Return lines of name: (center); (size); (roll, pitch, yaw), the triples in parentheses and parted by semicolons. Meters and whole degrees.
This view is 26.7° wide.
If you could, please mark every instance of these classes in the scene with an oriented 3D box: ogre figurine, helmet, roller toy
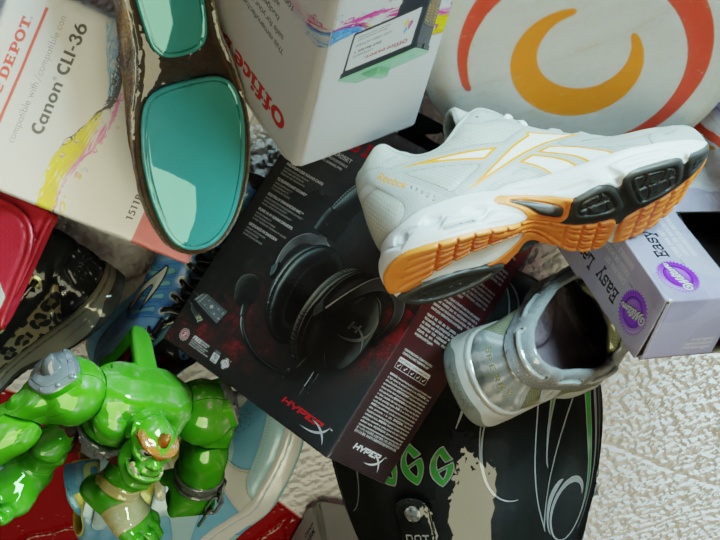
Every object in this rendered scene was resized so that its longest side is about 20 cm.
ogre figurine: (-0.156, 0.104, 0.931); (0.199, 0.098, 0.120); (25, 120, -20)
helmet: (0.069, 0.089, 1.001); (0.199, 0.192, 0.200); (-1, 174, 0)
roller toy: (0.118, -0.160, 0.855); (0.182, 0.140, 0.200); (20, 131, -18)

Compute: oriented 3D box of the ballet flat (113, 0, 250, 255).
ballet flat: (-0.100, -0.111, 0.819); (0.068, 0.067, 0.201); (-9, 109, -17)

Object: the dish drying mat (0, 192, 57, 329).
dish drying mat: (-0.279, -0.037, 0.872); (0.199, 0.018, 0.077); (23, 84, 5)

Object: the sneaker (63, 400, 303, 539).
sneaker: (-0.135, 0.142, 1.084); (0.130, 0.080, 0.200); (25, 119, -29)

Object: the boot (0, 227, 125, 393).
boot: (-0.270, 0.011, 0.962); (0.203, 0.074, 0.154); (-30, 121, 18)

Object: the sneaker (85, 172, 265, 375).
sneaker: (-0.108, 0.021, 0.984); (0.078, 0.090, 0.200); (23, 120, -26)

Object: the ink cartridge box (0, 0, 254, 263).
ink cartridge box: (-0.171, -0.096, 0.870); (0.199, 0.067, 0.117); (21, 97, -25)

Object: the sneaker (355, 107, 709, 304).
sneaker: (0.090, -0.057, 0.811); (0.199, 0.092, 0.076); (-16, 152, -18)

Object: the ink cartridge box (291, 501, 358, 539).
ink cartridge box: (0.032, 0.276, 1.219); (0.199, 0.084, 0.145); (14, 125, -20)

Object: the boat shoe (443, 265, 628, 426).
boat shoe: (0.125, 0.036, 0.894); (0.065, 0.075, 0.201); (-27, 174, 37)

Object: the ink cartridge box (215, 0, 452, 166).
ink cartridge box: (-0.020, -0.176, 0.773); (0.084, 0.145, 0.200); (-21, 150, -26)

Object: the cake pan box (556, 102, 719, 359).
cake pan box: (0.204, -0.029, 0.916); (0.183, 0.200, 0.053); (-3, 132, -24)

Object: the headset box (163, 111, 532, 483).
headset box: (0.000, 0.000, 0.909); (0.201, 0.149, 0.077); (-57, 146, 0)
